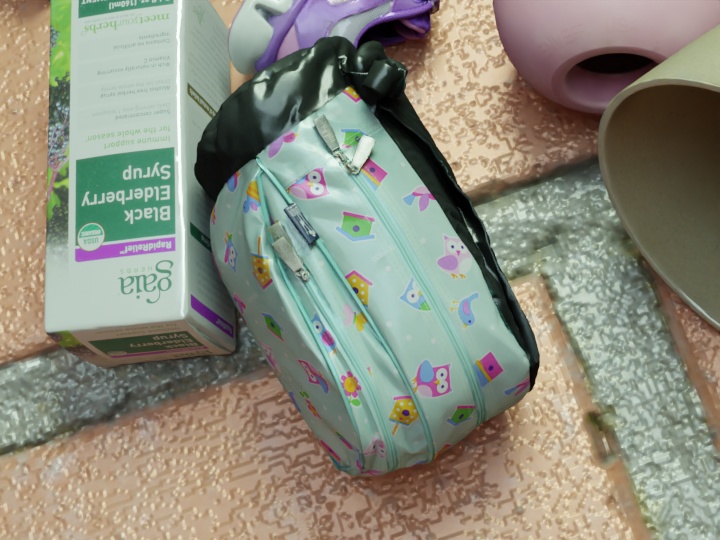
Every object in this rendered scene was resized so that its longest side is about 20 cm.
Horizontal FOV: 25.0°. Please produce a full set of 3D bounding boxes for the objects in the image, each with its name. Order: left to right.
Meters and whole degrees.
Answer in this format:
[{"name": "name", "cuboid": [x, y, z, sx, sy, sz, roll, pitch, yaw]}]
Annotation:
[{"name": "syrup box", "cuboid": [-0.118, -0.053, 0.884, 0.079, 0.081, 0.200, -7, 71, 13]}, {"name": "backpack", "cuboid": [0.000, 0.000, 0.818, 0.127, 0.167, 0.200, -30, 86, -6]}, {"name": "sneaker", "cuboid": [0.015, -0.175, 0.910, 0.088, 0.080, 0.200, 34, 85, 11]}, {"name": "dog chew toy", "cuboid": [0.134, -0.186, 0.871, 0.124, 0.125, 0.200, -1, 64, 9]}, {"name": "plant pot", "cuboid": [0.253, -0.077, 0.797, 0.187, 0.187, 0.200, 41, 68, 18]}]
